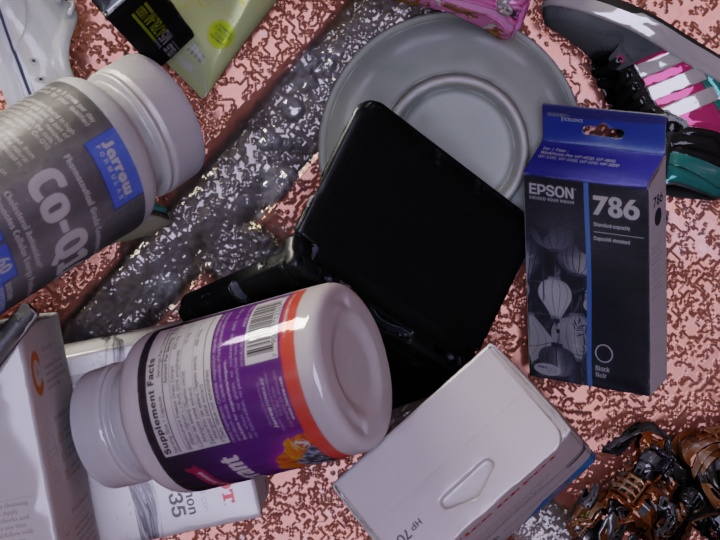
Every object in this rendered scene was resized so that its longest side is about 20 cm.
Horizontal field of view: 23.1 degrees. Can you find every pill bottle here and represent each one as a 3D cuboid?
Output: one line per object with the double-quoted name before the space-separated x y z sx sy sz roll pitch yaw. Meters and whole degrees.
"pill bottle" -0.088 0.084 1.160 0.198 0.111 0.112 -15 95 25
"pill bottle" -0.208 -0.058 1.173 0.199 0.114 0.114 -35 95 -28

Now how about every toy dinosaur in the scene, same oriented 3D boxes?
"toy dinosaur" 0.251 0.163 1.289 0.199 0.102 0.137 -30 82 5

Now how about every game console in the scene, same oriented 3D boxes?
"game console" 0.000 0.000 1.239 0.175 0.117 0.199 -22 140 35

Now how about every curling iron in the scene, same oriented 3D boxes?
"curling iron" -0.276 0.093 1.100 0.200 0.026 0.050 -42 95 5

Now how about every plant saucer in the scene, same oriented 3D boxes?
"plant saucer" 0.068 -0.089 1.284 0.198 0.050 0.202 0 94 -1

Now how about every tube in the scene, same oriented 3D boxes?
"tube" -0.073 -0.222 1.272 0.200 0.058 0.052 -46 133 7

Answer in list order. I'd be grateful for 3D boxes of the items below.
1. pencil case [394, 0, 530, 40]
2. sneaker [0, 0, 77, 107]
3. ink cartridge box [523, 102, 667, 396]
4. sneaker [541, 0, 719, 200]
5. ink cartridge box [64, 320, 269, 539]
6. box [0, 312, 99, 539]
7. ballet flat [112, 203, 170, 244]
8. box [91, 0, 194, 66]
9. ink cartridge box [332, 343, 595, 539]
"pencil case" 0.027 -0.221 1.227 0.198 0.086 0.084 11 84 -21
"sneaker" -0.240 -0.185 1.268 0.070 0.073 0.202 -20 104 -8
"ink cartridge box" 0.167 -0.014 1.252 0.099 0.039 0.202 8 113 30
"sneaker" 0.199 -0.111 1.271 0.199 0.084 0.122 29 84 -4
"ink cartridge box" -0.177 0.121 1.281 0.198 0.083 0.148 -12 94 0
"box" -0.242 0.139 1.178 0.096 0.124 0.202 -9 94 2
"ballet flat" -0.237 -0.045 1.277 0.198 0.069 0.070 19 94 6
"box" -0.200 -0.236 1.183 0.047 0.193 0.200 -41 86 2
"ink cartridge box" 0.078 0.140 1.222 0.146 0.200 0.086 -41 72 2
